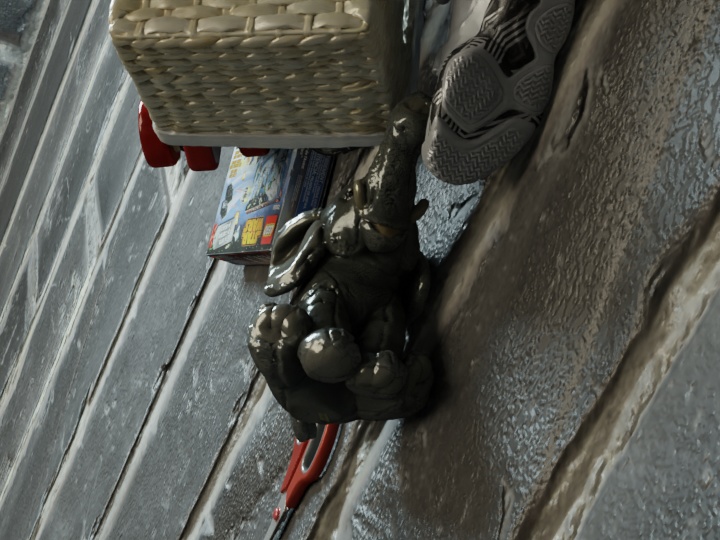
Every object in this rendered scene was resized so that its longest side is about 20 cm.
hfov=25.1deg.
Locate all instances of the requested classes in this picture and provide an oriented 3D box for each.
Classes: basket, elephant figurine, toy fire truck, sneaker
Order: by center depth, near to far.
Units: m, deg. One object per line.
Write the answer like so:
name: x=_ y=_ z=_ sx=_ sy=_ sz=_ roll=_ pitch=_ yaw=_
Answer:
sneaker: x=0.086 y=-0.156 z=1.095 sx=0.201 sy=0.075 sz=0.115 roll=-67 pitch=21 yaw=3
elephant figurine: x=0.000 y=0.000 z=1.142 sx=0.154 sy=0.141 sz=0.202 roll=-7 pitch=59 yaw=30
basket: x=-0.064 y=-0.208 z=1.152 sx=0.161 sy=0.198 sz=0.200 roll=64 pitch=-151 yaw=-65
toy fire truck: x=-0.144 y=-0.194 z=1.434 sx=0.201 sy=0.111 sz=0.169 roll=-86 pitch=-13 yaw=-48

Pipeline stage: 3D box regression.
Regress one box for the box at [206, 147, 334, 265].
box: x=-0.082 y=-0.076 z=1.500 sx=0.200 sy=0.040 sz=0.138 roll=-1 pitch=73 yaw=68

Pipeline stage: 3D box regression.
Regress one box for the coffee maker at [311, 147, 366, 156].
coffee maker: x=-0.059 y=-0.224 z=1.392 sx=0.201 sy=0.133 sz=0.193 roll=-77 pitch=-25 yaw=-57

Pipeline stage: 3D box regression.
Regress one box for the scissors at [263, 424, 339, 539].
scissors: x=-0.059 y=0.188 z=1.286 sx=0.202 sy=0.014 sz=0.073 roll=-69 pitch=23 yaw=9
